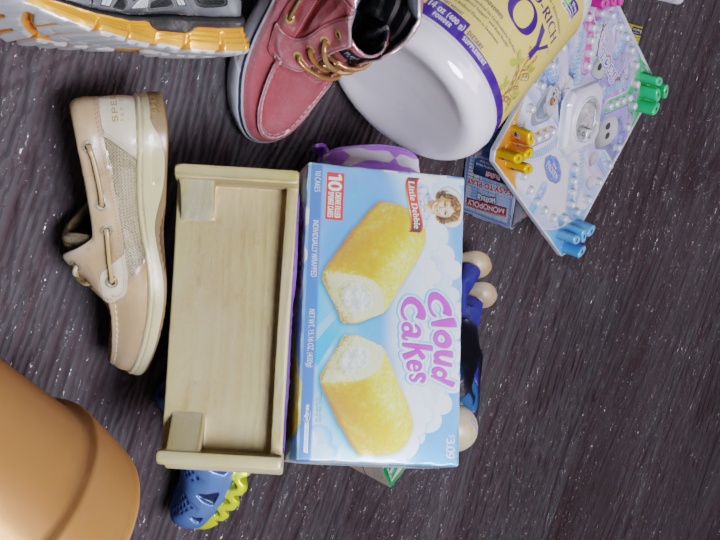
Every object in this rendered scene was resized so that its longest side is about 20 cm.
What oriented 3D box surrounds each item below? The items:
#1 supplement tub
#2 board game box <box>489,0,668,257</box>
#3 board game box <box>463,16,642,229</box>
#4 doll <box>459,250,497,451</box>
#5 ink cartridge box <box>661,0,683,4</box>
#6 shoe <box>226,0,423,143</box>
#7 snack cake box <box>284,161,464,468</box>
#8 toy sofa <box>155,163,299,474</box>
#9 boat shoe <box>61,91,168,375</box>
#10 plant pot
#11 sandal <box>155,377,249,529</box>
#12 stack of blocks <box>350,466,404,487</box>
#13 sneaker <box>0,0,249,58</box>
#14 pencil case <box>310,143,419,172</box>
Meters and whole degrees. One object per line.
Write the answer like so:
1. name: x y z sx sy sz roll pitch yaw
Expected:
1. supplement tub: 0.086 -0.198 1.008 0.200 0.145 0.146 -51 142 -23
2. board game box: 0.204 -0.136 1.197 0.201 0.026 0.200 -60 145 -10
3. board game box: 0.165 -0.142 1.218 0.199 0.061 0.201 -3 111 -53
4. doll: 0.086 0.073 1.163 0.201 0.048 0.137 -78 159 -44
5. ink cartridge box: 0.216 -0.340 1.121 0.200 0.125 0.129 38 77 -54
6. shoe: -0.024 -0.153 0.885 0.071 0.091 0.201 1 128 -37
7. snack cake box: 0.008 0.034 0.917 0.114 0.067 0.201 4 80 -14
8. toy sofa: -0.085 0.032 0.880 0.098 0.082 0.201 113 -20 -84
9. boat shoe: -0.160 -0.022 0.853 0.064 0.071 0.201 -2 120 -15
10. plant pot: -0.241 0.119 0.719 0.200 0.199 0.140 -48 124 -26
11. sandal: -0.112 0.098 0.978 0.087 0.080 0.201 11 107 -22
12. stack of blocks: -0.002 0.094 1.122 0.115 0.058 0.201 -48 141 -26
13. sneaker: -0.145 -0.168 0.786 0.200 0.078 0.078 -7 101 -55
14. pencil case: 0.000 0.000 0.998 0.085 0.084 0.201 6 76 -22
